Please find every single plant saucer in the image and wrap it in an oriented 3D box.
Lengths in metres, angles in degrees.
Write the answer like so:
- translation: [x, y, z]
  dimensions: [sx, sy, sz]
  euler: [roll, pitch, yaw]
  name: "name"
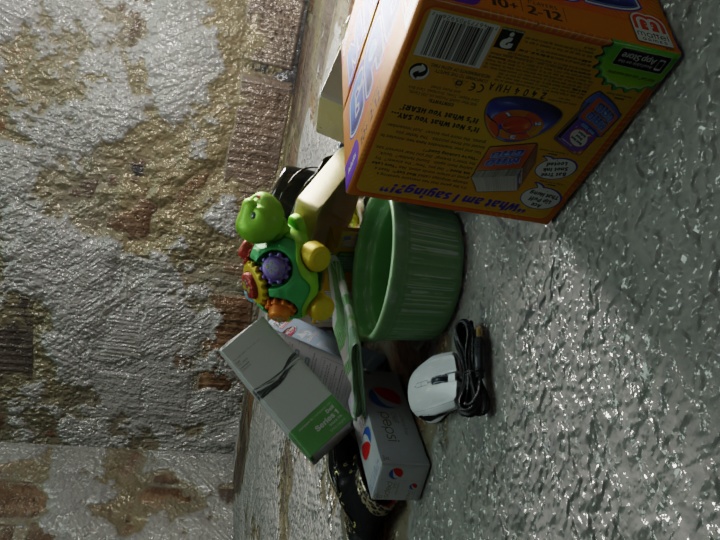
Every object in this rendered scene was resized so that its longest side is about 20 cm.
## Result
- translation: [-0.056, -0.090, 1.041]
  dimensions: [0.200, 0.048, 0.201]
  euler: [-57, -9, -41]
  name: "plant saucer"

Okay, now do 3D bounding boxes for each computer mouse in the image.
- translation: [0.092, 0.135, 0.796]
  dimensions: [0.200, 0.044, 0.111]
  euler: [124, 149, -61]
  name: "computer mouse"

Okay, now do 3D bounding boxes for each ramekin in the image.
- translation: [0.059, -0.002, 0.888]
  dimensions: [0.200, 0.097, 0.202]
  euler: [-173, 90, -76]
  name: "ramekin"

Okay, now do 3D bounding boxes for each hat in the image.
- translation: [-0.105, -0.120, 1.103]
  dimensions: [0.202, 0.080, 0.201]
  euler: [-61, -8, -15]
  name: "hat"

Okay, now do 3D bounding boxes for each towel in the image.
- translation: [-0.021, 0.087, 0.948]
  dimensions: [0.201, 0.023, 0.153]
  euler: [-105, 9, -51]
  name: "towel"

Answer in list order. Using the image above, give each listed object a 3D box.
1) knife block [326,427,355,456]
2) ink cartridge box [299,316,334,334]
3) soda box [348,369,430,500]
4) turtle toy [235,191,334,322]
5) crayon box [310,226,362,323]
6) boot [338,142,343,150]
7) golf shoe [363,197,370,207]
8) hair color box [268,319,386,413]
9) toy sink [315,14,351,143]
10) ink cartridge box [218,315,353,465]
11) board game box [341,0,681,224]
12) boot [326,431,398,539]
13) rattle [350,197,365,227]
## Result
- translation: [-0.085, 0.232, 1.179]
  dimensions: [0.064, 0.199, 0.176]
  euler: [115, 171, -47]
  name: "knife block"
- translation: [-0.058, 0.071, 1.226]
  dimensions: [0.084, 0.144, 0.201]
  euler: [-97, 19, -45]
  name: "ink cartridge box"
- translation: [0.034, 0.222, 0.939]
  dimensions: [0.200, 0.068, 0.064]
  euler: [-109, 29, -60]
  name: "soda box"
- translation: [-0.116, -0.014, 0.930]
  dimensions: [0.145, 0.101, 0.201]
  euler: [30, 132, 48]
  name: "turtle toy"
- translation: [0.000, 0.000, 1.061]
  dimensions: [0.052, 0.125, 0.201]
  euler: [-107, 27, -42]
  name: "crayon box"
- translation: [0.017, -0.186, 1.150]
  dimensions: [0.200, 0.095, 0.074]
  euler: [-127, 46, -68]
  name: "boot"
- translation: [0.040, -0.170, 1.032]
  dimensions: [0.097, 0.078, 0.201]
  euler: [41, 122, 53]
  name: "golf shoe"
- translation: [-0.067, 0.155, 1.111]
  dimensions: [0.061, 0.199, 0.100]
  euler: [-43, -29, -60]
  name: "hair color box"
- translation: [0.011, -0.310, 1.062]
  dimensions: [0.130, 0.111, 0.201]
  euler: [119, 173, -77]
  name: "toy sink"
- translation: [-0.106, 0.179, 0.995]
  dimensions: [0.200, 0.084, 0.146]
  euler: [47, 165, 13]
  name: "ink cartridge box"
- translation: [0.103, -0.190, 0.585]
  dimensions: [0.200, 0.198, 0.201]
  euler: [116, 156, -52]
  name: "board game box"
- translation: [0.003, 0.304, 1.017]
  dimensions: [0.151, 0.073, 0.201]
  euler: [109, 158, -45]
  name: "boot"
- translation: [-0.033, -0.107, 1.201]
  dimensions: [0.200, 0.142, 0.131]
  euler: [-110, 21, -68]
  name: "rattle"
